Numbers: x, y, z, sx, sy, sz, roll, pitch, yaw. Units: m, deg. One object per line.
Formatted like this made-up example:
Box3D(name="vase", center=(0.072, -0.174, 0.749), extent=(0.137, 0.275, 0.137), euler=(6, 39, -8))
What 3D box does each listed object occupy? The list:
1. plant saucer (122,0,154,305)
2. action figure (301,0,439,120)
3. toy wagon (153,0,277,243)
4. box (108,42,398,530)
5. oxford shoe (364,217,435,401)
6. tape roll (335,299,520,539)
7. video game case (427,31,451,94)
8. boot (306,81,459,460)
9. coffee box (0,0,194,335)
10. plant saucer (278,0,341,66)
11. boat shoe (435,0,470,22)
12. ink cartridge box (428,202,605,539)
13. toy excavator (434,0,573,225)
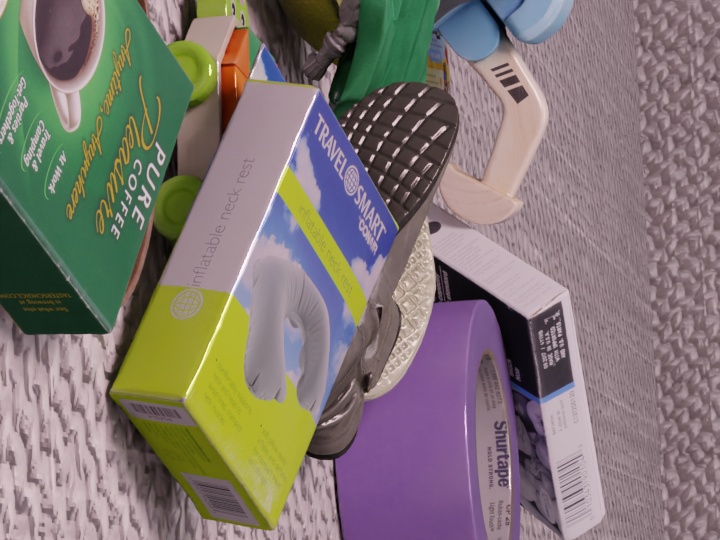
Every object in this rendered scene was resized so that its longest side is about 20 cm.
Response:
Box3D(name="plant saucer", center=(-0.126, -0.081, 1.164), extent=(0.200, 0.037, 0.201), euler=(-5, 90, -79))
Box3D(name="action figure", center=(0.006, -0.115, 1.602), extent=(0.118, 0.055, 0.201), euler=(-24, 136, -47))
Box3D(name="toy wagon", center=(-0.067, -0.068, 1.437), extent=(0.155, 0.039, 0.201), euler=(47, 40, -72))
Box3D(name="box", center=(-0.044, 0.007, 1.350), extent=(0.200, 0.048, 0.122), euler=(-68, 149, -27))
Box3D(name="oxford shoe", center=(0.004, -0.014, 1.711), extent=(0.058, 0.075, 0.201), euler=(141, -45, -59))
Box3D(name="tape roll", center=(0.045, 0.120, 1.802), extent=(0.200, 0.085, 0.201), euler=(-4, 90, -79))
Box3D(name="video game case", center=(0.034, -0.193, 2.010), extent=(0.200, 0.023, 0.183), euler=(-10, 96, -79))
Box3D(name="boot", center=(0.000, 0.000, 1.593), extent=(0.200, 0.068, 0.131), euler=(-63, 162, -13))
Box3D(name="coffee box", center=(-0.131, -0.080, 1.009), extent=(0.200, 0.044, 0.123), euler=(56, 39, -47))
Box3D(name="plant saucer", center=(-0.030, -0.231, 1.649), extent=(0.200, 0.048, 0.201), euler=(58, 31, -66))
Box3D(name="boat shoe", center=(0.043, -0.210, 1.750), extent=(0.200, 0.071, 0.091), euler=(-29, -124, 54))
Box3D(name="ink cartridge box", center=(0.084, 0.060, 1.957), extent=(0.200, 0.043, 0.199), euler=(37, -32, 48))
Box3D(name="toy excavator", center=(0.093, -0.157, 1.906), extent=(0.200, 0.194, 0.100), euler=(53, 9, 6))
